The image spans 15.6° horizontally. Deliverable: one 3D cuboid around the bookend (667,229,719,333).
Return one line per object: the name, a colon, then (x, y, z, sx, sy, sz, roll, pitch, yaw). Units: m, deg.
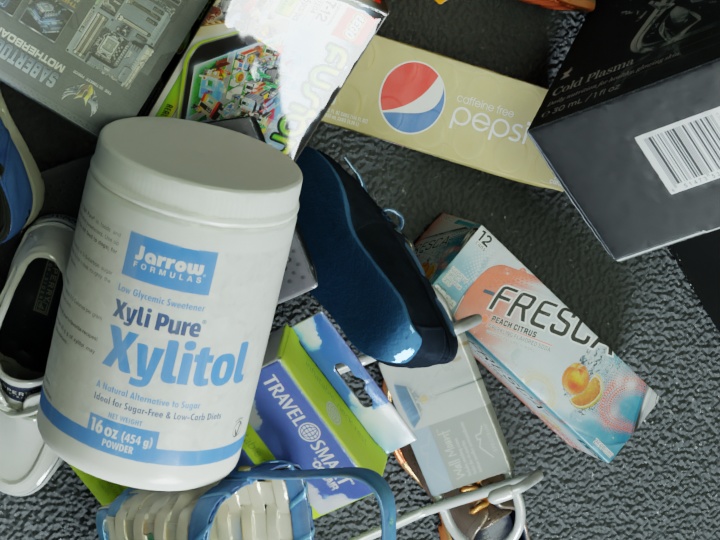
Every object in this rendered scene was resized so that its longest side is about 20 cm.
bookend: (0.308, -0.011, 1.859, 0.092, 0.200, 0.199, -38, 111, -13)

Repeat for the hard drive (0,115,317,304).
hard drive: (-0.137, -0.022, 1.698, 0.200, 0.042, 0.135, -16, 109, 16)

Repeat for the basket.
basket: (-0.061, 0.207, 1.656, 0.139, 0.200, 0.177, -26, 113, -61)

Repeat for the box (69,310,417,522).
box: (-0.078, 0.119, 1.736, 0.200, 0.048, 0.122, -26, 114, 24)

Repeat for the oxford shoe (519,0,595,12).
oxford shoe: (0.086, -0.238, 1.793, 0.200, 0.071, 0.073, 28, 83, -25)

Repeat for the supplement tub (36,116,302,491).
supplement tub: (-0.118, 0.020, 1.607, 0.132, 0.132, 0.200, 4, 112, -24)

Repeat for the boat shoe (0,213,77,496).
boat shoe: (-0.216, 0.063, 1.687, 0.073, 0.065, 0.200, 11, 114, 5)

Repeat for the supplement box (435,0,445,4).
supplement box: (0.066, -0.292, 1.723, 0.126, 0.073, 0.200, 40, 58, -15)

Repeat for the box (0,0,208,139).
box: (-0.192, -0.191, 1.593, 0.200, 0.051, 0.158, 30, 93, -23)

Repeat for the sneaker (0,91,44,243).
sneaker: (-0.271, -0.101, 1.617, 0.077, 0.111, 0.200, -23, 100, 17)

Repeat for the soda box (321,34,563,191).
soda box: (0.052, -0.113, 1.803, 0.200, 0.064, 0.068, 15, 93, -25)

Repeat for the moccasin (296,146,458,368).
moccasin: (0.000, 0.000, 1.743, 0.068, 0.200, 0.080, 18, 123, -41)

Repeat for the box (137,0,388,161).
box: (-0.078, -0.117, 1.709, 0.110, 0.035, 0.200, 19, 121, -25)

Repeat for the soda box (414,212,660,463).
soda box: (0.117, 0.047, 1.855, 0.200, 0.068, 0.064, 42, 82, -23)

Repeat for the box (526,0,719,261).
box: (0.246, -0.133, 1.768, 0.124, 0.200, 0.197, 54, 39, -21)

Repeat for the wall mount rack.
wall mount rack: (0.023, 0.113, 1.777, 0.075, 0.174, 0.200, -22, 91, -63)

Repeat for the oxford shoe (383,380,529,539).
oxford shoe: (0.078, 0.143, 1.847, 0.071, 0.073, 0.200, -31, 110, -15)
